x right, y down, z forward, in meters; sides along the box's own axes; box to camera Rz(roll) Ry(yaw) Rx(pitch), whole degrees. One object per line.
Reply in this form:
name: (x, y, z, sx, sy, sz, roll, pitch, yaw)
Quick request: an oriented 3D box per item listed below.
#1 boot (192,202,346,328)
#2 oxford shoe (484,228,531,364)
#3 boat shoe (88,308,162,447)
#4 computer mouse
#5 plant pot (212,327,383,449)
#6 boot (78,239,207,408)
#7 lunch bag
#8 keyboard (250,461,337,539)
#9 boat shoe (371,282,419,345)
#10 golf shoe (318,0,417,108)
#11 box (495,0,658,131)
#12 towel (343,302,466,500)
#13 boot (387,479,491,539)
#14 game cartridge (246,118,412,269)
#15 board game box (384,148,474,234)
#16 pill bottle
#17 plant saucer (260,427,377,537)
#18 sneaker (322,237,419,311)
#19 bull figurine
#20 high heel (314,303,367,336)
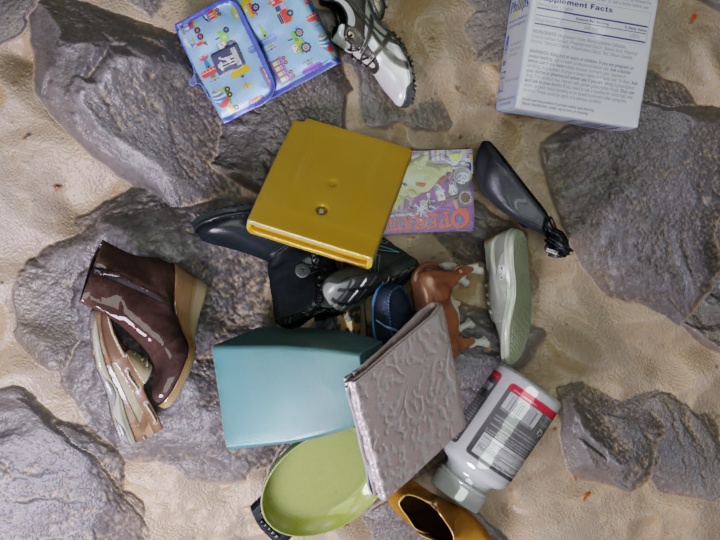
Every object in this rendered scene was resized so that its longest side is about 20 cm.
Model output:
boot: (-0.122, -0.005, 1.558, 0.199, 0.076, 0.169, -5, 75, -14)
oxford shoe: (0.210, 0.036, 1.648, 0.058, 0.075, 0.201, 4, 105, 32)
boat shoe: (-0.324, 0.141, 1.566, 0.072, 0.076, 0.201, -17, 103, -15)
computer mouse: (0.221, -0.093, 1.615, 0.053, 0.138, 0.200, -38, 91, 13)
plant pot: (-0.070, 0.152, 1.526, 0.199, 0.141, 0.142, -5, 96, 22)
boot: (-0.302, 0.072, 1.531, 0.166, 0.072, 0.201, 21, 63, -24)
lunch bag: (-0.148, -0.306, 1.558, 0.199, 0.094, 0.151, -27, 100, 6)
keyboard: (-0.074, 0.298, 1.629, 0.200, 0.040, 0.104, -44, 100, -4)
boat shoe: (0.073, 0.106, 1.554, 0.084, 0.068, 0.201, -40, 123, -36)
golf shoe: (0.007, -0.308, 1.572, 0.094, 0.078, 0.201, -24, 88, -22)
box: (0.304, -0.311, 1.608, 0.183, 0.105, 0.201, 8, 94, -9)
towel: (0.062, 0.171, 1.482, 0.191, 0.032, 0.201, -36, 127, -36)
boot: (0.118, 0.367, 1.611, 0.201, 0.144, 0.071, 38, 89, -10)
game cartridge: (-0.039, -0.109, 1.541, 0.176, 0.032, 0.200, 18, 55, 5)
board game box: (0.063, -0.112, 1.626, 0.199, 0.032, 0.121, -3, 99, -9)
pill bottle: (0.189, 0.242, 1.630, 0.111, 0.111, 0.200, 35, 89, -10)
plant saucer: (-0.051, 0.289, 1.591, 0.199, 0.031, 0.201, -15, 128, -20)
sneaker: (0.000, 0.000, 1.557, 0.079, 0.200, 0.075, 50, 120, 15)
bull figurine: (0.119, 0.078, 1.616, 0.121, 0.065, 0.201, -19, 118, -27)
high heel: (0.025, 0.117, 1.612, 0.200, 0.071, 0.143, 32, 95, -1)
